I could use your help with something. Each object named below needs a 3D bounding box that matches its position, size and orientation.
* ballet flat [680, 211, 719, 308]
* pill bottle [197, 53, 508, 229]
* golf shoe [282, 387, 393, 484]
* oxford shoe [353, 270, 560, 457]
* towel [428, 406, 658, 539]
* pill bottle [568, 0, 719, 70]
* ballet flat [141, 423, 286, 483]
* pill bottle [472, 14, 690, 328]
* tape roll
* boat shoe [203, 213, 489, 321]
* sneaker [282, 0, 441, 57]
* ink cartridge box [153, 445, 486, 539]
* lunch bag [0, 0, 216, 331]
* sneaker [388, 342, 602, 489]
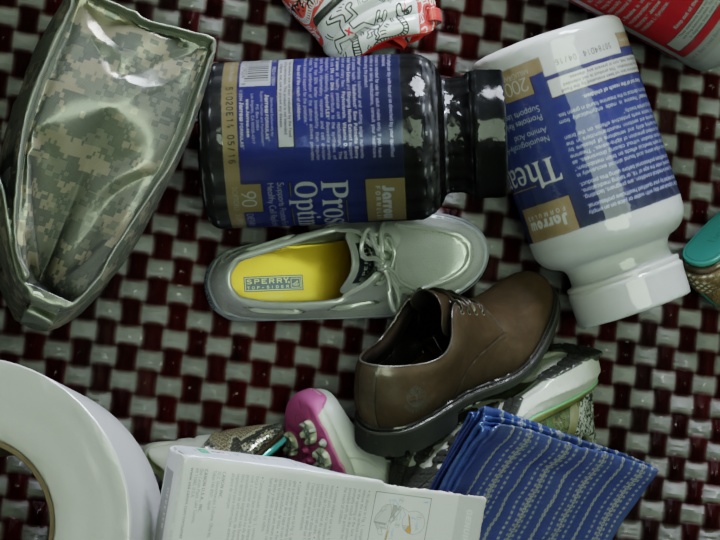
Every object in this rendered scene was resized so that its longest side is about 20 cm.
[{"bbox_3d":[0.312,-0.046,1.565,0.200,0.070,0.065,-41,124,-12],"label":"ballet flat"},{"bbox_3d":[-0.004,-0.087,1.426,0.200,0.112,0.112,-2,86,2],"label":"pill bottle"},{"bbox_3d":[0.016,0.164,1.465,0.091,0.075,0.200,-27,95,-30],"label":"golf shoe"},{"bbox_3d":[0.070,0.043,1.447,0.200,0.073,0.085,-36,129,-42],"label":"oxford shoe"},{"bbox_3d":[0.108,0.173,1.434,0.200,0.024,0.145,20,102,-45],"label":"towel"},{"bbox_3d":[0.186,-0.232,1.512,0.200,0.112,0.112,27,79,-11],"label":"pill bottle"},{"bbox_3d":[-0.136,0.162,1.423,0.075,0.068,0.200,39,81,1],"label":"ballet flat"},{"bbox_3d":[0.158,-0.067,1.492,0.111,0.111,0.200,-19,90,-15],"label":"pill bottle"},{"bbox_3d":[-0.229,0.160,1.330,0.202,0.139,0.203,-1,82,4],"label":"tape roll"},{"bbox_3d":[-0.001,-0.005,1.457,0.202,0.086,0.075,-4,87,-15],"label":"boat shoe"},{"bbox_3d":[0.039,-0.225,1.497,0.201,0.067,0.108,-36,94,-11],"label":"sneaker"},{"bbox_3d":[-0.033,0.201,1.343,0.200,0.050,0.161,9,93,-18],"label":"ink cartridge box"},{"bbox_3d":[-0.183,-0.059,1.373,0.117,0.164,0.200,21,79,-10],"label":"lunch bag"},{"bbox_3d":[0.103,0.126,1.464,0.200,0.077,0.089,-31,111,-35],"label":"sneaker"}]
